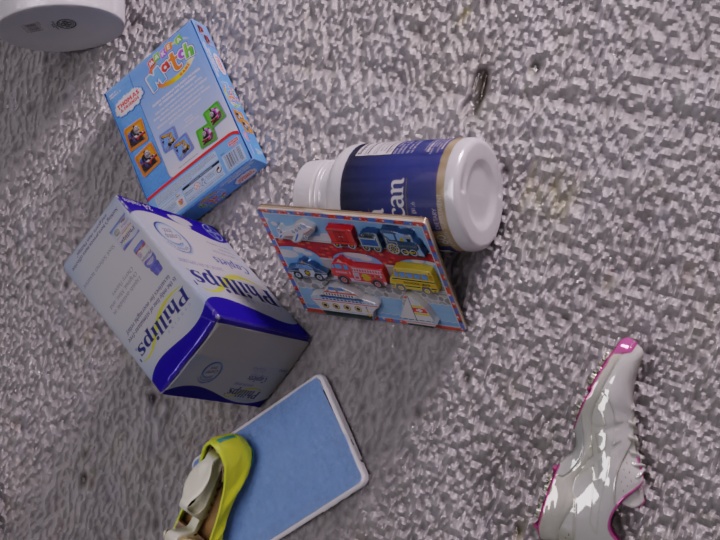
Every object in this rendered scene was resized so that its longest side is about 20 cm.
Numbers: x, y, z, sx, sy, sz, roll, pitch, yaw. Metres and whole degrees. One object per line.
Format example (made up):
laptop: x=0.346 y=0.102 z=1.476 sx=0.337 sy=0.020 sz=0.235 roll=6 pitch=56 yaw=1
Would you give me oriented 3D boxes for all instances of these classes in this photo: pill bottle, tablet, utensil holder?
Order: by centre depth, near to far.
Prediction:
pill bottle: x=0.034 y=-0.073 z=1.379 sx=0.198 sy=0.111 sz=0.113 roll=-1 pitch=82 yaw=32
tablet: x=-0.089 y=0.215 z=1.467 sx=0.199 sy=0.014 sz=0.131 roll=-35 pitch=66 yaw=23
utensil holder: x=-0.365 y=-0.385 z=1.643 sx=0.168 sy=0.169 sz=0.203 roll=-12 pitch=78 yaw=29

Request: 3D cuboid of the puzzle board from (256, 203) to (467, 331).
puzzle board: x=0.000 y=0.000 z=1.379 sx=0.198 sy=0.152 sz=0.017 roll=7 pitch=47 yaw=32

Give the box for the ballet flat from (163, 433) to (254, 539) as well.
ballet flat: x=-0.176 y=0.268 z=1.465 sx=0.066 sy=0.067 sz=0.202 roll=25 pitch=96 yaw=31

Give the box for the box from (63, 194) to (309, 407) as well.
box: x=-0.181 y=0.035 z=1.453 sx=0.105 sy=0.183 sz=0.200 roll=-50 pitch=62 yaw=13

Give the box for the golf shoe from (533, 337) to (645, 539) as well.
golf shoe: x=0.230 y=0.164 z=1.255 sx=0.091 sy=0.075 sz=0.203 roll=22 pitch=96 yaw=17

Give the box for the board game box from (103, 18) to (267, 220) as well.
board game box: x=-0.206 y=-0.165 z=1.585 sx=0.151 sy=0.036 sz=0.202 roll=-35 pitch=67 yaw=22
